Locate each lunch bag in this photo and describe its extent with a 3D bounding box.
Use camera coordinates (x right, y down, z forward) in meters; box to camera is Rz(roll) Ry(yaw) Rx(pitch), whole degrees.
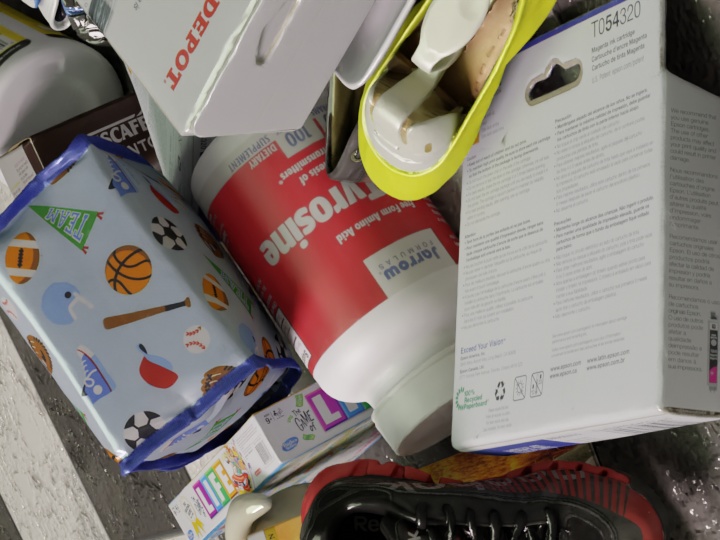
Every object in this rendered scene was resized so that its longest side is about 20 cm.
[{"bbox_3d":[-0.123,0.024,1.304,0.170,0.124,0.200,54,-171,6],"label":"lunch bag"}]

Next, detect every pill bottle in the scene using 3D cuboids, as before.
[{"bbox_3d":[0.000,0.000,1.273,0.200,0.112,0.112,55,152,16],"label":"pill bottle"},{"bbox_3d":[-0.265,-0.134,1.625,0.200,0.114,0.114,29,138,49],"label":"pill bottle"}]

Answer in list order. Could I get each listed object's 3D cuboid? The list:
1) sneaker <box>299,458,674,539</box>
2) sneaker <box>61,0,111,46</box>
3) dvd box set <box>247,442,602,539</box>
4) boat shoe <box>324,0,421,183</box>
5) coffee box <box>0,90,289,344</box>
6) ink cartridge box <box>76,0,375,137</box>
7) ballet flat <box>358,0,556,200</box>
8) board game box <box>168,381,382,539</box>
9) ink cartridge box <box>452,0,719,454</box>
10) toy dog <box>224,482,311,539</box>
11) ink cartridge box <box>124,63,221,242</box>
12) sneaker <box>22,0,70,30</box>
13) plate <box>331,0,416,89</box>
[{"bbox_3d":[0.058,0.140,1.158,0.200,0.098,0.071,0,102,14],"label":"sneaker"},{"bbox_3d":[-0.122,-0.218,1.280,0.078,0.075,0.200,108,177,-76],"label":"sneaker"},{"bbox_3d":[0.052,0.176,1.224,0.029,0.200,0.147,51,-161,-68],"label":"dvd box set"},{"bbox_3d":[0.009,-0.130,1.176,0.073,0.065,0.200,-131,33,-54],"label":"boat shoe"},{"bbox_3d":[-0.148,-0.013,1.524,0.080,0.113,0.200,-17,99,63],"label":"coffee box"},{"bbox_3d":[-0.078,-0.181,1.098,0.200,0.083,0.147,52,127,28],"label":"ink cartridge box"},{"bbox_3d":[0.038,-0.101,1.102,0.067,0.067,0.200,39,130,7],"label":"ballet flat"},{"bbox_3d":[-0.032,0.104,1.398,0.034,0.134,0.200,59,153,9],"label":"board game box"},{"bbox_3d":[0.108,-0.018,1.090,0.196,0.043,0.200,161,115,-63],"label":"ink cartridge box"},{"bbox_3d":[0.036,0.176,1.329,0.200,0.140,0.194,-6,129,37],"label":"toy dog"},{"bbox_3d":[-0.112,-0.153,1.394,0.197,0.043,0.200,95,160,-46],"label":"ink cartridge box"},{"bbox_3d":[-0.230,-0.227,1.491,0.200,0.080,0.147,-7,91,56],"label":"sneaker"},{"bbox_3d":[0.000,-0.225,1.097,0.200,0.032,0.200,54,128,27],"label":"plate"}]
